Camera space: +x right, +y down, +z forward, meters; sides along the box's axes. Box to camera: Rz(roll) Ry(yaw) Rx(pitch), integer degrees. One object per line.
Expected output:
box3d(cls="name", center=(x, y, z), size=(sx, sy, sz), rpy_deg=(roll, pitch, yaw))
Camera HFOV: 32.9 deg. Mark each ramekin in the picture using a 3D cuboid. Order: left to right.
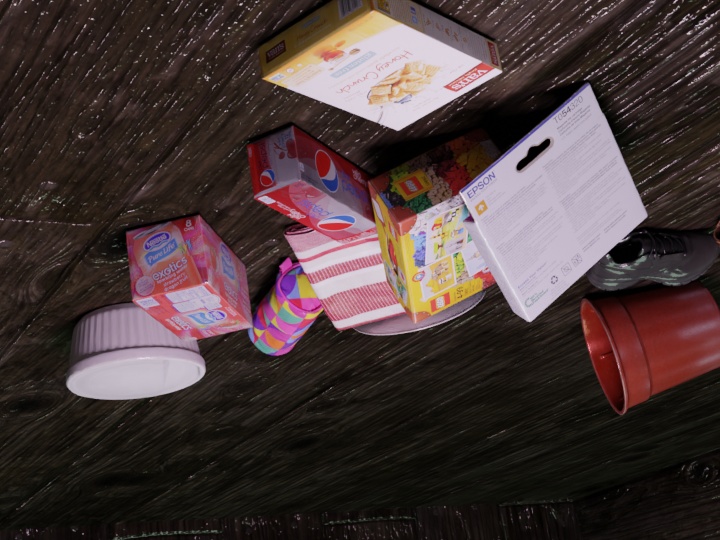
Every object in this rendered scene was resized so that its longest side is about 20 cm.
box3d(cls="ramekin", center=(-0.331, 0.117, 1.786), size=(0.201, 0.095, 0.203), rpy_deg=(-8, 159, -3))

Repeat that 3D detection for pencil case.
box3d(cls="pencil case", center=(-0.103, 0.053, 1.739), size=(0.088, 0.089, 0.200), rpy_deg=(-1, 156, -20))

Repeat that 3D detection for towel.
box3d(cls="towel", center=(0.000, 0.000, 1.603), size=(0.143, 0.023, 0.200), rpy_deg=(-14, 134, 12))

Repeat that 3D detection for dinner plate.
box3d(cls="dinner plate", center=(0.079, 0.040, 1.732), size=(0.199, 0.024, 0.200), rpy_deg=(-14, -161, 5))

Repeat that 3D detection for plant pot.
box3d(cls="plant pot", center=(0.492, 0.114, 2.024), size=(0.194, 0.202, 0.201), rpy_deg=(-17, 160, -3))

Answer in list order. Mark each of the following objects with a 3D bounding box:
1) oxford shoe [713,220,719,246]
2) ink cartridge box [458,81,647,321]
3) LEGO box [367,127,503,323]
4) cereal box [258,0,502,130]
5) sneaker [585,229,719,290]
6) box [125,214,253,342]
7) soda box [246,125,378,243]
box3d(cls="oxford shoe", center=(0.552, -0.048, 1.777), size=(0.071, 0.072, 0.200), rpy_deg=(-8, 150, 14))
box3d(cls="ink cartridge box", center=(0.211, -0.078, 1.358), size=(0.196, 0.043, 0.200), rpy_deg=(-40, 122, -12))
box3d(cls="LEGO box", center=(0.100, -0.050, 1.421), size=(0.148, 0.077, 0.200), rpy_deg=(-27, 145, -10))
box3d(cls="cereal box", center=(0.022, -0.200, 1.167), size=(0.144, 0.040, 0.199), rpy_deg=(-25, 154, 37))
box3d(cls="sneaker", center=(0.432, -0.023, 1.783), size=(0.199, 0.076, 0.091), rpy_deg=(-12, 151, -3))
box3d(cls="box", center=(-0.215, 0.014, 1.558), size=(0.102, 0.095, 0.200), rpy_deg=(-12, 160, 8))
box3d(cls="soda box", center=(-0.047, -0.093, 1.381), size=(0.063, 0.070, 0.200), rpy_deg=(-19, 157, 23))
